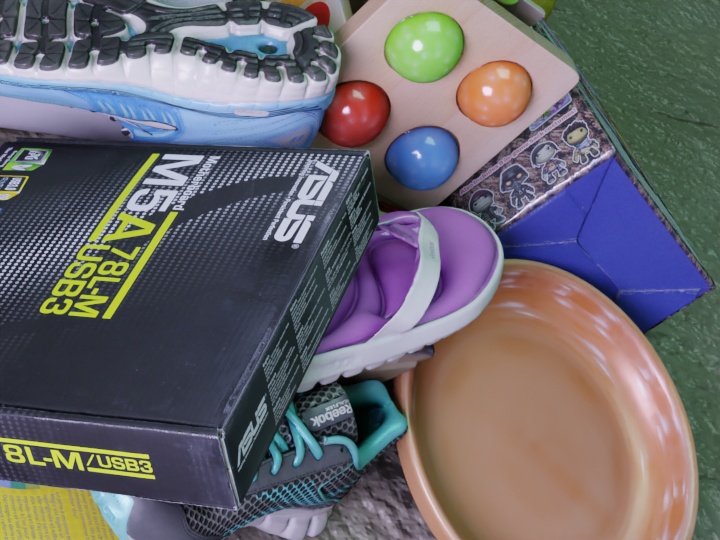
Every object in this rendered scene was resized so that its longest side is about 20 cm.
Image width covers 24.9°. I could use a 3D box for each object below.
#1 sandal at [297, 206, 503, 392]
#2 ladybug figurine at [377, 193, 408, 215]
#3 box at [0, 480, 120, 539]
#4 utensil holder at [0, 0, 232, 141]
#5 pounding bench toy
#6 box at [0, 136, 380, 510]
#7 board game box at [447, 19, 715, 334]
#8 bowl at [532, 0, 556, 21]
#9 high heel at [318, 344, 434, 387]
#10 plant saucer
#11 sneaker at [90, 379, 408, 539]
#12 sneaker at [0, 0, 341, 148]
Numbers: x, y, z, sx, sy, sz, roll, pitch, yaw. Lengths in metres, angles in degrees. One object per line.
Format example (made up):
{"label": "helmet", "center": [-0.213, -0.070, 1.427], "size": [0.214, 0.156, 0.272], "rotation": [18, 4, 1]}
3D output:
{"label": "sandal", "center": [0.006, 0.003, 0.782], "size": [0.082, 0.050, 0.202], "rotation": [30, 38, 25]}
{"label": "ladybug figurine", "center": [-0.015, -0.014, 0.921], "size": [0.199, 0.072, 0.136], "rotation": [20, 12, -33]}
{"label": "box", "center": [-0.171, 0.122, 0.708], "size": [0.199, 0.048, 0.118], "rotation": [3, 43, -28]}
{"label": "utensil holder", "center": [-0.172, -0.157, 0.895], "size": [0.199, 0.170, 0.170], "rotation": [8, 40, -8]}
{"label": "pounding bench toy", "center": [0.048, -0.154, 0.875], "size": [0.124, 0.200, 0.156], "rotation": [27, 34, -36]}
{"label": "box", "center": [-0.110, 0.013, 0.718], "size": [0.192, 0.048, 0.200], "rotation": [3, 37, 21]}
{"label": "board game box", "center": [0.110, -0.068, 1.006], "size": [0.159, 0.097, 0.200], "rotation": [44, 17, -45]}
{"label": "bowl", "center": [0.042, -0.172, 1.119], "size": [0.199, 0.200, 0.108], "rotation": [2, 88, -32]}
{"label": "high heel", "center": [-0.065, -0.004, 0.836], "size": [0.199, 0.071, 0.143], "rotation": [-2, 65, -2]}
{"label": "plant saucer", "center": [0.097, 0.092, 0.882], "size": [0.199, 0.037, 0.201], "rotation": [16, 60, -29]}
{"label": "sneaker", "center": [-0.047, 0.080, 0.751], "size": [0.078, 0.091, 0.200], "rotation": [58, 23, 14]}
{"label": "sneaker", "center": [-0.112, -0.085, 0.804], "size": [0.199, 0.090, 0.079], "rotation": [9, 44, 1]}
